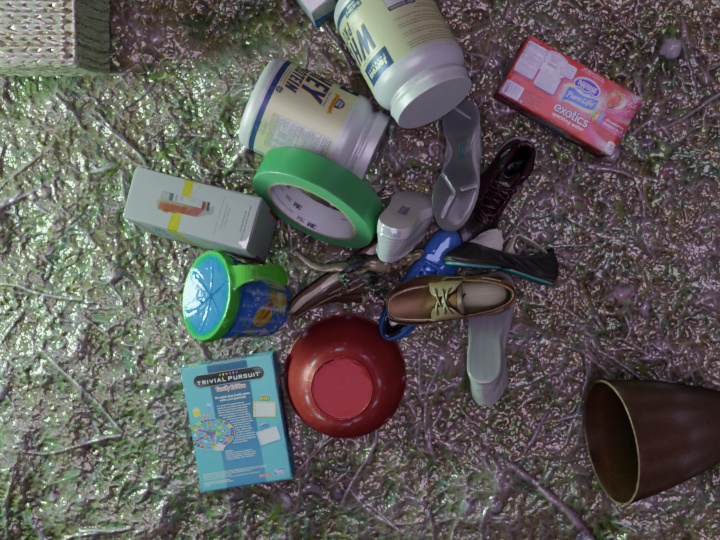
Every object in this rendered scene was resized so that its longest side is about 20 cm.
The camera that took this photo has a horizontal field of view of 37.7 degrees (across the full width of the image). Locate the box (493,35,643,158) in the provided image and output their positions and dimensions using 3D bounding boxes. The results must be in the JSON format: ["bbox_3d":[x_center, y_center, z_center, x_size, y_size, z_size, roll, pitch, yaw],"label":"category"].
[{"bbox_3d":[0.312,-0.261,1.604,0.199,0.095,0.100,29,95,0],"label":"box"}]

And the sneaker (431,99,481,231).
[{"bbox_3d":[0.156,-0.153,1.606,0.070,0.080,0.202,6,79,19],"label":"sneaker"}]

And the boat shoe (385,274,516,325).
[{"bbox_3d":[0.136,0.039,1.570,0.198,0.074,0.076,-9,90,-3],"label":"boat shoe"}]

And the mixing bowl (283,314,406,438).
[{"bbox_3d":[-0.026,0.174,1.642,0.198,0.108,0.202,0,95,2],"label":"mixing bowl"}]

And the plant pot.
[{"bbox_3d":[0.469,0.245,1.606,0.198,0.187,0.189,-8,94,-12],"label":"plant pot"}]

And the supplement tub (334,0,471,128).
[{"bbox_3d":[0.064,-0.328,1.555,0.144,0.145,0.201,-29,75,4],"label":"supplement tub"}]

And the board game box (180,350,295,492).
[{"bbox_3d":[-0.194,0.240,1.682,0.149,0.047,0.202,-9,93,3],"label":"board game box"}]

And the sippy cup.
[{"bbox_3d":[-0.184,0.046,1.617,0.130,0.177,0.141,10,94,-40],"label":"sippy cup"}]

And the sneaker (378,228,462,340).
[{"bbox_3d":[0.094,0.025,1.628,0.066,0.078,0.201,34,103,5],"label":"sneaker"}]

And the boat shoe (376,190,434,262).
[{"bbox_3d":[0.070,-0.065,1.586,0.071,0.200,0.069,16,114,7],"label":"boat shoe"}]

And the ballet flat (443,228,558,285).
[{"bbox_3d":[0.217,-0.026,1.621,0.198,0.068,0.069,11,88,-26],"label":"ballet flat"}]

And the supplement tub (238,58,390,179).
[{"bbox_3d":[-0.068,-0.217,1.597,0.199,0.145,0.146,24,94,0],"label":"supplement tub"}]

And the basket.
[{"bbox_3d":[-0.490,-0.377,1.577,0.198,0.198,0.163,1,96,2],"label":"basket"}]

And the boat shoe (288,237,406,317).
[{"bbox_3d":[-0.016,0.024,1.647,0.202,0.075,0.075,-34,94,3],"label":"boat shoe"}]

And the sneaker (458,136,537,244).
[{"bbox_3d":[0.201,-0.120,1.607,0.075,0.116,0.201,32,94,0],"label":"sneaker"}]

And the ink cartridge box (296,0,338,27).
[{"bbox_3d":[-0.012,-0.465,1.593,0.199,0.116,0.068,-38,91,3],"label":"ink cartridge box"}]

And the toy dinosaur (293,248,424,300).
[{"bbox_3d":[0.000,0.000,1.582,0.198,0.088,0.048,0,125,-7],"label":"toy dinosaur"}]

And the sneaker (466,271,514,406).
[{"bbox_3d":[0.200,0.110,1.647,0.073,0.116,0.201,7,59,13],"label":"sneaker"}]

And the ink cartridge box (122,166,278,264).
[{"bbox_3d":[-0.239,-0.081,1.599,0.198,0.145,0.084,15,83,8],"label":"ink cartridge box"}]

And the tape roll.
[{"bbox_3d":[-0.063,-0.106,1.576,0.199,0.201,0.048,28,71,0],"label":"tape roll"}]
